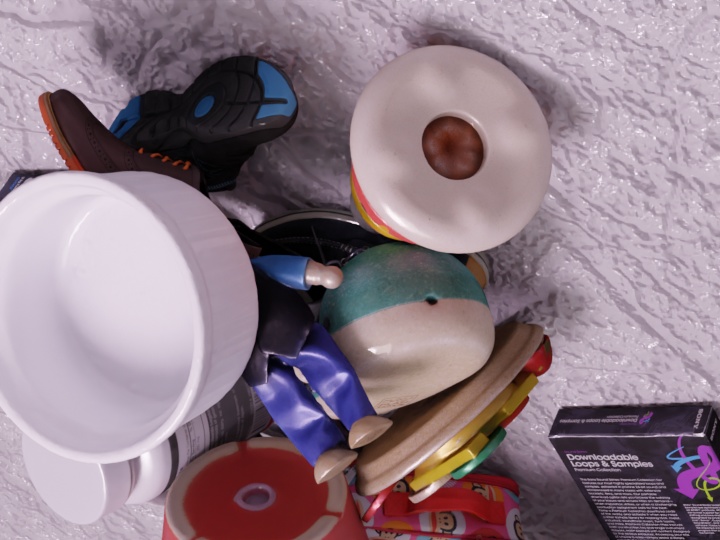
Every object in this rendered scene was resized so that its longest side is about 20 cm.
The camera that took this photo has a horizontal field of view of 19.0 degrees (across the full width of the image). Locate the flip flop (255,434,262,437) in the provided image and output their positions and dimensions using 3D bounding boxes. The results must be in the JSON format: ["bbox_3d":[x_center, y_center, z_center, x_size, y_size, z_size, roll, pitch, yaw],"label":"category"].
[{"bbox_3d":[-0.113,0.150,1.834,0.200,0.057,0.081,56,180,29],"label":"flip flop"}]

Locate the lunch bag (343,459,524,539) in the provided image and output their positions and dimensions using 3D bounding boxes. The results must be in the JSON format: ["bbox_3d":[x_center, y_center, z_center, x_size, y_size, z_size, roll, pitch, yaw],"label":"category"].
[{"bbox_3d":[0.038,0.221,1.864,0.199,0.082,0.176,10,152,-27],"label":"lunch bag"}]

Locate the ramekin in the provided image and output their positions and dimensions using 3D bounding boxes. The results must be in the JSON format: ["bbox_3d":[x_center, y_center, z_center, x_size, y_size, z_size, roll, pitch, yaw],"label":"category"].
[{"bbox_3d":[-0.168,0.026,1.497,0.199,0.098,0.202,6,102,28],"label":"ramekin"}]

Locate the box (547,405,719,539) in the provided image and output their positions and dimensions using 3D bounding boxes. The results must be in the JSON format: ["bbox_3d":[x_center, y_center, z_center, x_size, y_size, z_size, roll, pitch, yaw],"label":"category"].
[{"bbox_3d":[0.259,0.186,1.791,0.142,0.036,0.200,-3,138,33],"label":"box"}]

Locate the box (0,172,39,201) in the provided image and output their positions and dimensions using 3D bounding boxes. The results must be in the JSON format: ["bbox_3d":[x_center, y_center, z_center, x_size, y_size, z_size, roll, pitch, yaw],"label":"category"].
[{"bbox_3d":[-0.234,0.036,1.781,0.114,0.133,0.201,5,141,34],"label":"box"}]

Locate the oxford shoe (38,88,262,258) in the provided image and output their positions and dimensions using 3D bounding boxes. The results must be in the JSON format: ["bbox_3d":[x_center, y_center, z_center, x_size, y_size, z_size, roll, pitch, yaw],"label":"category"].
[{"bbox_3d":[-0.155,-0.066,1.582,0.072,0.071,0.200,-41,98,11],"label":"oxford shoe"}]

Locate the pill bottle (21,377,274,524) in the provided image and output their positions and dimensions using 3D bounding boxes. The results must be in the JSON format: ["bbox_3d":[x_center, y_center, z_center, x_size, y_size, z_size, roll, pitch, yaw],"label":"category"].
[{"bbox_3d":[-0.164,0.114,1.702,0.113,0.200,0.115,21,124,35],"label":"pill bottle"}]

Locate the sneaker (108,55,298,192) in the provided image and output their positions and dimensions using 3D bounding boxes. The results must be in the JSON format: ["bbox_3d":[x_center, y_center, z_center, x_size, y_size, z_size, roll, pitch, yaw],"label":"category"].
[{"bbox_3d":[-0.104,-0.104,1.604,0.199,0.074,0.082,-7,139,49],"label":"sneaker"}]

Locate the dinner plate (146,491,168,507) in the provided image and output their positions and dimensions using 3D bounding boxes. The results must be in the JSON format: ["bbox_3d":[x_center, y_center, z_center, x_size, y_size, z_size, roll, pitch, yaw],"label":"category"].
[{"bbox_3d":[-0.180,0.152,1.886,0.199,0.200,0.024,21,107,3],"label":"dinner plate"}]

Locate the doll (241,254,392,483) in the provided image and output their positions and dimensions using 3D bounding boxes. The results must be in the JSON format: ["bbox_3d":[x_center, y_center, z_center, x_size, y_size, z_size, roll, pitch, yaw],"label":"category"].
[{"bbox_3d":[-0.058,0.046,1.524,0.136,0.048,0.200,-45,77,27],"label":"doll"}]

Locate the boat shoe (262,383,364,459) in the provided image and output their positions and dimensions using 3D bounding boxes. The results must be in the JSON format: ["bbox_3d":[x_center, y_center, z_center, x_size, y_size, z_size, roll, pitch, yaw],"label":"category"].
[{"bbox_3d":[-0.040,0.120,1.843,0.064,0.075,0.202,-12,135,30],"label":"boat shoe"}]

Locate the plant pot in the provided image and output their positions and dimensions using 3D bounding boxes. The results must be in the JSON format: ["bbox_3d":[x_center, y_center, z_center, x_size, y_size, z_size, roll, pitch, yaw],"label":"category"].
[{"bbox_3d":[-0.072,0.240,1.676,0.199,0.201,0.178,8,128,19],"label":"plant pot"}]

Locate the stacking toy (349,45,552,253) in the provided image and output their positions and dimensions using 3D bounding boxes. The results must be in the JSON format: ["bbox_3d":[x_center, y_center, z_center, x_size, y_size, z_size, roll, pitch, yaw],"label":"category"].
[{"bbox_3d":[0.041,-0.064,1.545,0.146,0.147,0.200,29,160,-8],"label":"stacking toy"}]

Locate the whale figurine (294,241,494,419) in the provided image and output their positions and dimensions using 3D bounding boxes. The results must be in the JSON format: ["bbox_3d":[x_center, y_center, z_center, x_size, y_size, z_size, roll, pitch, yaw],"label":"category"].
[{"bbox_3d":[0.019,0.047,1.608,0.158,0.104,0.200,-6,160,-19],"label":"whale figurine"}]

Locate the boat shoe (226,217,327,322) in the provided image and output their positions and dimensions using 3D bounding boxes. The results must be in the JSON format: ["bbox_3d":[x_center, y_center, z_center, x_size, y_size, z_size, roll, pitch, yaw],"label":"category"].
[{"bbox_3d":[-0.114,-0.018,1.650,0.201,0.074,0.063,32,134,0],"label":"boat shoe"}]

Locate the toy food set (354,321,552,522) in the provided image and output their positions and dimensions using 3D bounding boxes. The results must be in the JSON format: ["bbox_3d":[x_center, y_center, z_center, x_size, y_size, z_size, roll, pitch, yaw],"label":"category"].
[{"bbox_3d":[0.070,0.116,1.670,0.049,0.198,0.200,49,141,-5],"label":"toy food set"}]

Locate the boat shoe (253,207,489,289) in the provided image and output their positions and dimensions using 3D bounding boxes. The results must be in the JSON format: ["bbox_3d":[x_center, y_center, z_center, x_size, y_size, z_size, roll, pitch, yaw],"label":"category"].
[{"bbox_3d":[0.000,0.000,1.677,0.199,0.062,0.075,11,144,19],"label":"boat shoe"}]
